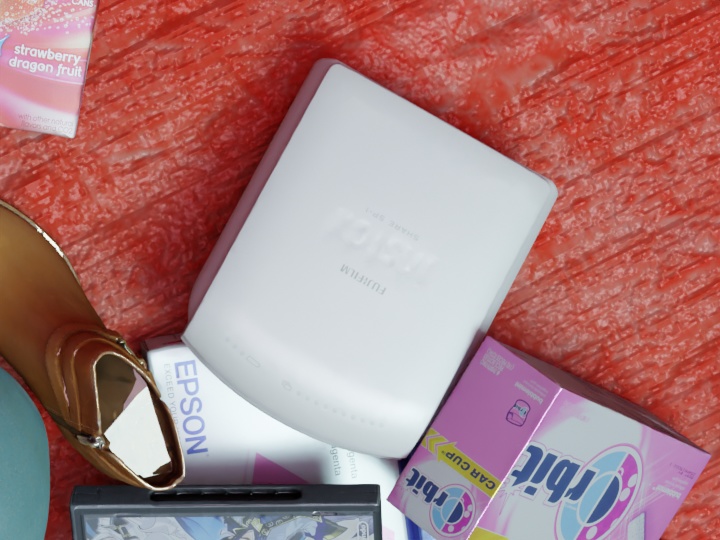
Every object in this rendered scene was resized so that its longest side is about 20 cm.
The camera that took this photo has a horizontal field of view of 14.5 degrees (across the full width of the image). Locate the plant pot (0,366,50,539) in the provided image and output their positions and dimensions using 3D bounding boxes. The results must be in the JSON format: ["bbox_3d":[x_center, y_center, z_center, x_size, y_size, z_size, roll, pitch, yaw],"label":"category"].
[{"bbox_3d":[-0.255,0.119,1.624,0.200,0.200,0.135,51,52,-15],"label":"plant pot"}]

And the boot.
[{"bbox_3d":[-0.170,0.039,1.621,0.074,0.155,0.200,-42,106,-8],"label":"boot"}]

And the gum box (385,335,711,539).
[{"bbox_3d":[0.118,0.124,1.689,0.200,0.066,0.114,25,98,-52],"label":"gum box"}]

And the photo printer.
[{"bbox_3d":[0.000,0.000,1.661,0.166,0.069,0.200,30,81,-4],"label":"photo printer"}]

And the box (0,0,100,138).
[{"bbox_3d":[-0.252,-0.143,1.603,0.199,0.095,0.100,9,98,-11],"label":"box"}]

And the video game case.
[{"bbox_3d":[-0.075,0.214,1.688,0.180,0.026,0.201,0,122,3],"label":"video game case"}]

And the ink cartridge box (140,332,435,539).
[{"bbox_3d":[-0.022,0.123,1.725,0.199,0.043,0.197,-10,102,-6],"label":"ink cartridge box"}]
